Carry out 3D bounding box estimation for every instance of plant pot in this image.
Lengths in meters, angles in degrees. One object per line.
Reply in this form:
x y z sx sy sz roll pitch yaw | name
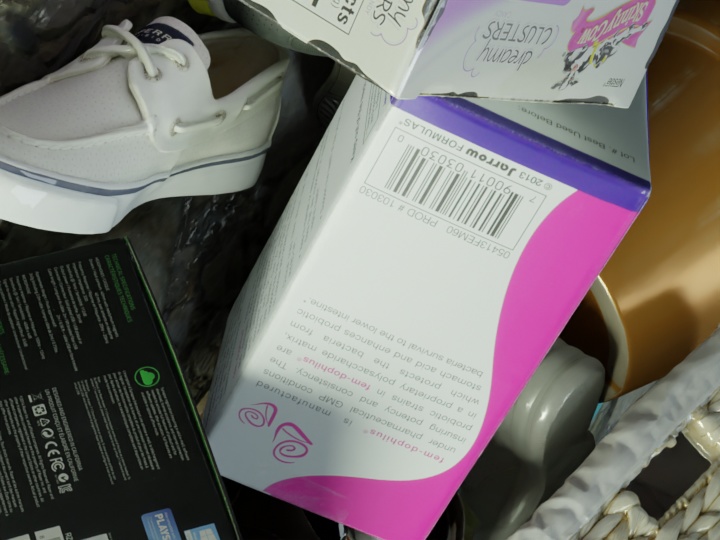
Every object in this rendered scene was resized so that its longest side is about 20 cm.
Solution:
0.155 -0.030 1.213 0.183 0.200 0.201 -36 150 -27 | plant pot

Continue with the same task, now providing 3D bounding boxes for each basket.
0.148 0.167 1.133 0.198 0.161 0.200 -40 170 -33 | basket

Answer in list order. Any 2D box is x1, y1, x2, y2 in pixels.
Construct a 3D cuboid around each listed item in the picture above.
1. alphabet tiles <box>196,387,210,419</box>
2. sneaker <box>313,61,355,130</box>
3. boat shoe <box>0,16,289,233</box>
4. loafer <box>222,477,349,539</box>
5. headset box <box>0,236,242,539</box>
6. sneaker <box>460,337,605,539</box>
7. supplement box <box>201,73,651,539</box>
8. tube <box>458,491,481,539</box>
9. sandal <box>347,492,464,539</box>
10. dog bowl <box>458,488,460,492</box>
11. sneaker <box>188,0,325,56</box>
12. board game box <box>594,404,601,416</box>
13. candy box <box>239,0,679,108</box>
0.000 0.000 1.116 0.167 0.008 0.200 -34 168 -38 | alphabet tiles
0.044 -0.114 1.000 0.106 0.075 0.200 -55 -170 -16 | sneaker
-0.087 -0.064 0.879 0.200 0.071 0.070 -13 131 -59 | boat shoe
-0.039 0.121 1.067 0.200 0.071 0.073 -100 -176 -70 | loafer
-0.110 0.122 0.929 0.092 0.174 0.200 -13 141 -14 | headset box
0.071 0.079 1.200 0.075 0.088 0.200 -43 160 -28 | sneaker
0.022 -0.003 0.902 0.104 0.101 0.200 -82 -162 -55 | supplement box
-0.003 0.196 1.202 0.200 0.058 0.052 -56 152 8 | tube
0.022 0.114 1.089 0.059 0.079 0.207 -9 140 -9 | sandal
-0.035 0.160 1.255 0.200 0.079 0.200 -42 154 -26 | dog bowl
0.019 -0.161 0.924 0.200 0.085 0.075 -50 157 -9 | sneaker
0.106 0.069 1.430 0.200 0.047 0.151 -60 155 12 | board game box
-0.008 -0.130 0.770 0.168 0.200 0.072 -4 124 -60 | candy box
